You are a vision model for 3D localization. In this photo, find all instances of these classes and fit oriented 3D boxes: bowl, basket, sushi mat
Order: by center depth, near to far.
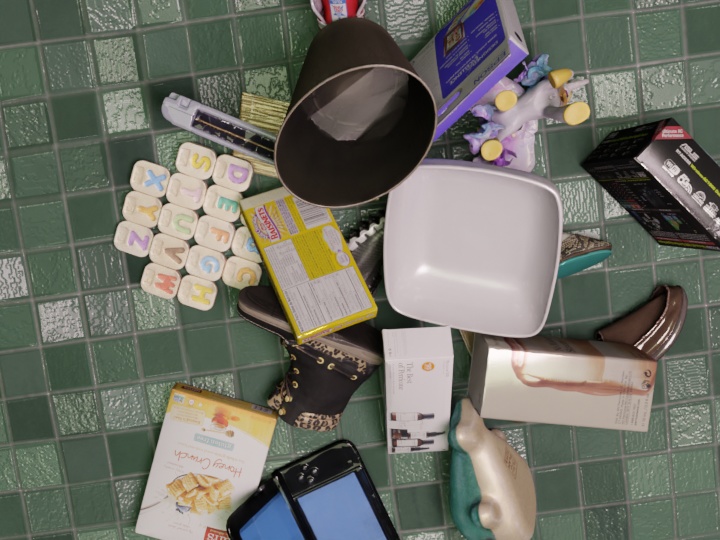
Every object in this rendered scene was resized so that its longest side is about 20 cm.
[{"bbox_3d":[-0.006,-0.186,0.990,0.179,0.201,0.136,-33,119,21],"label":"basket"},{"bbox_3d":[0.129,-0.035,1.045,0.197,0.075,0.202,10,121,13],"label":"bowl"},{"bbox_3d":[-0.061,-0.155,1.156,0.197,0.012,0.097,13,98,-2],"label":"sushi mat"}]

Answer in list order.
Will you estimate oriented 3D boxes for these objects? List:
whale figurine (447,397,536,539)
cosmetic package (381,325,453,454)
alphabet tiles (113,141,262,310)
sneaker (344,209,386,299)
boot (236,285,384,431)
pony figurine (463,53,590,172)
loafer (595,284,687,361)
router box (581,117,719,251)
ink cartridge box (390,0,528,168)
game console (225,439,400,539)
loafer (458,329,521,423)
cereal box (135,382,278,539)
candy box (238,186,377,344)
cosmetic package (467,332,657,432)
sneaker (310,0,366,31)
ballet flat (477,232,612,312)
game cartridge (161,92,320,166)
[{"bbox_3d":[0.146,0.259,1.148,0.103,0.160,0.201,-18,117,25],"label":"whale figurine"},{"bbox_3d":[0.070,0.151,1.123,0.081,0.051,0.201,-5,137,-1],"label":"cosmetic package"},{"bbox_3d":[-0.208,-0.055,1.162,0.193,0.015,0.202,18,100,-3],"label":"alphabet tiles"},{"bbox_3d":[0.000,0.000,1.154,0.200,0.067,0.091,-40,99,9],"label":"sneaker"},{"bbox_3d":[-0.079,0.112,1.137,0.198,0.074,0.151,20,120,-16],"label":"boot"},{"bbox_3d":[0.179,-0.180,1.081,0.191,0.200,0.168,-22,99,17],"label":"pony figurine"},{"bbox_3d":[0.336,0.095,1.162,0.071,0.073,0.201,35,96,-6],"label":"loafer"},{"bbox_3d":[0.357,-0.097,1.071,0.150,0.200,0.062,44,91,-6],"label":"router box"},{"bbox_3d":[0.100,-0.208,1.027,0.043,0.201,0.198,34,123,-23],"label":"ink cartridge box"},{"bbox_3d":[-0.049,0.351,1.173,0.174,0.116,0.202,-25,98,3],"label":"game console"},{"bbox_3d":[0.179,0.104,1.165,0.075,0.067,0.202,-28,97,3],"label":"loafer"},{"bbox_3d":[-0.200,0.262,1.198,0.142,0.040,0.202,15,97,-2],"label":"cereal box"},{"bbox_3d":[-0.065,-0.016,1.095,0.101,0.027,0.201,-19,63,-13],"label":"candy box"},{"bbox_3d":[0.234,0.128,1.085,0.197,0.103,0.088,5,98,-4],"label":"cosmetic package"},{"bbox_3d":[-0.017,-0.271,1.086,0.070,0.112,0.203,-12,94,1],"label":"sneaker"},{"bbox_3d":[0.220,-0.008,1.142,0.199,0.068,0.076,-29,73,-15],"label":"ballet flat"},{"bbox_3d":[-0.129,-0.153,1.082,0.198,0.133,0.041,22,99,-2],"label":"game cartridge"}]
